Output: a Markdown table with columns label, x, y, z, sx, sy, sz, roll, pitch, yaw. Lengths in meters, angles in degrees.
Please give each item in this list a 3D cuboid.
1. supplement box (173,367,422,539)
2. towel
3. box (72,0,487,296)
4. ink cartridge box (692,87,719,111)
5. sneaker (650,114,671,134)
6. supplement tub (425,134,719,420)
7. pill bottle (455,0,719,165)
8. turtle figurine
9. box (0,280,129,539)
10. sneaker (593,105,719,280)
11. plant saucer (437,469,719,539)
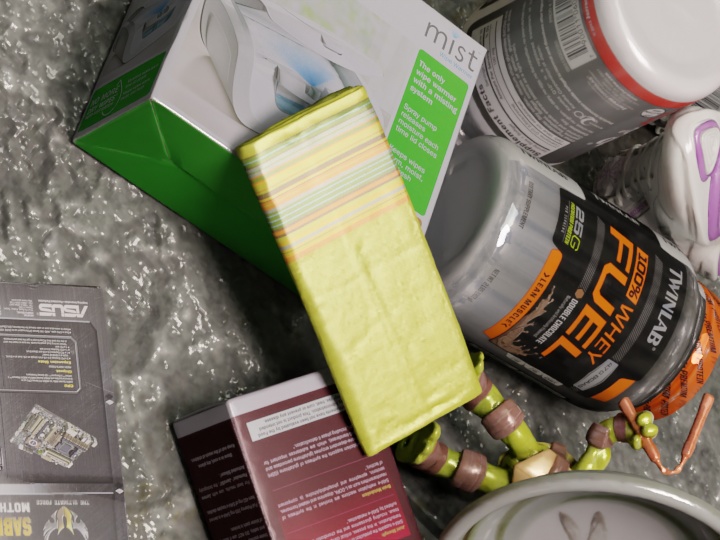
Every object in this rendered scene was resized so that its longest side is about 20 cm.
| label | x | y | z | sx | sy | sz | roll | pitch | yaw |
| --- | --- | --- | --- | --- | --- | --- | --- | --- | --- |
| supplement box | -0.022 | 0.163 | 1.576 | 0.109 | 0.061 | 0.201 | -15 | 84 | -41 |
| towel | 0.000 | 0.000 | 1.567 | 0.086 | 0.018 | 0.201 | -27 | 105 | -20 |
| box | -0.045 | -0.106 | 1.629 | 0.200 | 0.097 | 0.177 | 35 | 58 | -24 |
| ink cartridge box | 0.246 | -0.193 | 1.783 | 0.200 | 0.146 | 0.145 | 35 | 43 | 14 |
| sneaker | 0.216 | -0.095 | 1.863 | 0.115 | 0.076 | 0.201 | -4 | 70 | -31 |
| supplement tub | 0.127 | 0.010 | 1.709 | 0.200 | 0.122 | 0.123 | 29 | 58 | -28 |
| pill bottle | 0.131 | -0.133 | 1.710 | 0.116 | 0.200 | 0.116 | 14 | 66 | -34 |
| turtle figurine | 0.112 | 0.121 | 1.678 | 0.161 | 0.064 | 0.200 | 38 | 93 | -17 |
| box | -0.223 | 0.085 | 1.449 | 0.199 | 0.048 | 0.159 | 3 | 74 | -38 |
| sneaker | 0.194 | -0.050 | 1.751 | 0.099 | 0.200 | 0.075 | 16 | 71 | 13 |
| plant saucer | 0.141 | 0.174 | 1.610 | 0.200 | 0.200 | 0.050 | 36 | 39 | -24 |
